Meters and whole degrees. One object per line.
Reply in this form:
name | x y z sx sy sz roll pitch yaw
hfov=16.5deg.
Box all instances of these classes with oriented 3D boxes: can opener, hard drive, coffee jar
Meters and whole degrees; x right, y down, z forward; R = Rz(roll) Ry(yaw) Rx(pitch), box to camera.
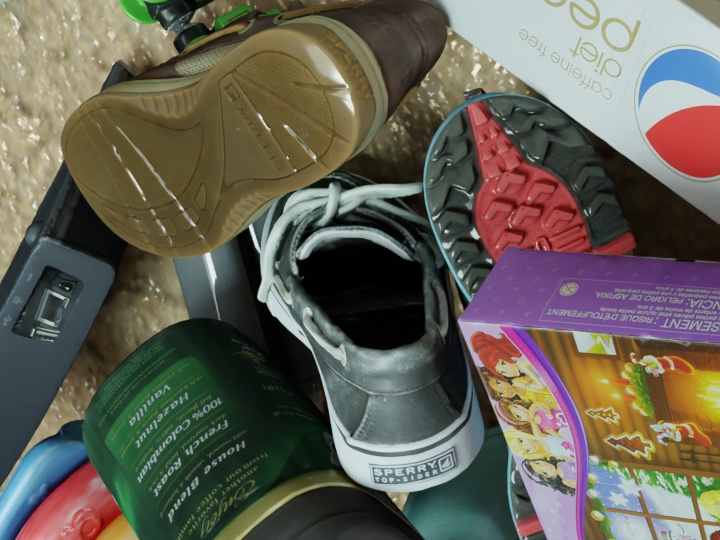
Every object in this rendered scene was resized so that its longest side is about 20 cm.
can opener | -0.049 0.044 1.055 0.066 0.053 0.200 2 110 44
hard drive | -0.141 0.017 1.081 0.042 0.135 0.200 26 132 -9
coffee jar | -0.031 0.100 0.925 0.104 0.085 0.200 47 179 -29

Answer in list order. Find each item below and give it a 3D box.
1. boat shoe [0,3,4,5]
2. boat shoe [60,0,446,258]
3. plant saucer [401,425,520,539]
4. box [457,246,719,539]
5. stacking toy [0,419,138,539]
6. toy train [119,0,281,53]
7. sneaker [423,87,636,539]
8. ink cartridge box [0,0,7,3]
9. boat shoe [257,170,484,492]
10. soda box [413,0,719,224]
boat shoe | -0.180 -0.138 1.093 0.062 0.072 0.200 47 145 -11
boat shoe | -0.039 -0.059 0.917 0.072 0.072 0.200 58 146 -6
plant saucer | 0.099 0.147 0.976 0.200 0.036 0.200 20 122 35
box | 0.125 0.083 0.787 0.137 0.039 0.200 4 133 35
stacking toy | -0.071 0.159 1.074 0.200 0.116 0.110 34 99 27
toy train | -0.075 -0.129 0.993 0.200 0.056 0.042 58 164 4
sneaker | 0.079 0.027 0.891 0.079 0.096 0.200 -15 101 3
ink cartridge box | -0.050 -0.196 0.832 0.145 0.200 0.147 -20 95 47
boat shoe | -0.003 0.001 0.915 0.199 0.074 0.068 -100 -2 -60
soda box | 0.107 -0.078 0.834 0.200 0.068 0.064 38 131 24
